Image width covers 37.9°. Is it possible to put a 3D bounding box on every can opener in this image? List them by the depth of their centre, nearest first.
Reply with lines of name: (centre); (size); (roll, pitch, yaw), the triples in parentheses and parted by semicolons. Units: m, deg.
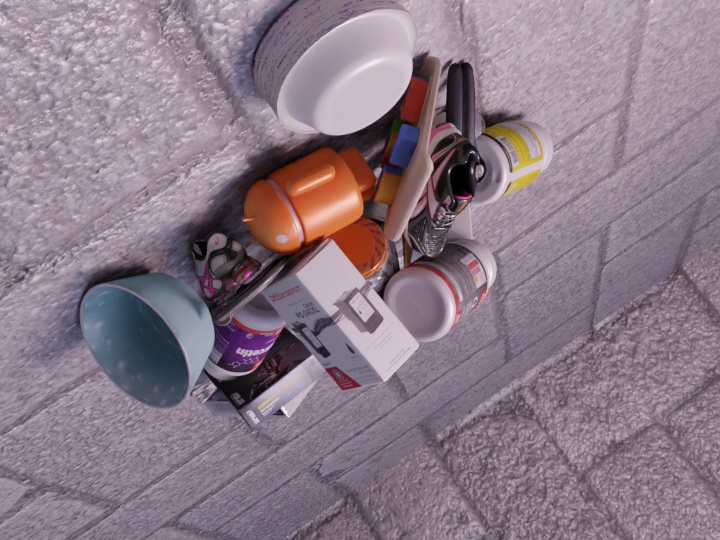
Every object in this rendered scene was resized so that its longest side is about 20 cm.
can opener: (0.143, -0.201, 1.524); (0.063, 0.079, 0.200); (-32, 126, -53)

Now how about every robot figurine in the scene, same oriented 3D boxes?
robot figurine: (-0.076, -0.095, 1.461); (0.200, 0.117, 0.144); (-29, -157, -17)

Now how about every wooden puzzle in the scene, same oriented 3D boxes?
wooden puzzle: (0.060, -0.170, 1.450); (0.046, 0.200, 0.185); (12, 144, -9)

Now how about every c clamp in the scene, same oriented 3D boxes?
c clamp: (-0.159, 0.033, 1.478); (0.171, 0.027, 0.200); (-37, -175, 8)

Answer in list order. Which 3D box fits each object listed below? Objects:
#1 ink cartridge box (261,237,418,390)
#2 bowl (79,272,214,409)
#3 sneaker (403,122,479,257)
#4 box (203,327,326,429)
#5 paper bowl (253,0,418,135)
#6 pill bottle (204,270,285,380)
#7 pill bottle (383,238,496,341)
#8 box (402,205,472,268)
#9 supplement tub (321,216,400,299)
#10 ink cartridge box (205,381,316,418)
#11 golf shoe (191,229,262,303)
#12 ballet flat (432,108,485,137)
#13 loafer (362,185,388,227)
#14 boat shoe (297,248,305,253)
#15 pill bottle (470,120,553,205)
ink cartridge box: (-0.034, 0.065, 1.493); (0.083, 0.200, 0.145); (-44, -171, -26)
bowl: (-0.284, 0.084, 1.470); (0.105, 0.201, 0.201); (-41, 170, -46)
sneaker: (0.117, -0.101, 1.478); (0.080, 0.086, 0.200); (-15, 128, -31)
box: (-0.166, 0.171, 1.791); (0.158, 0.200, 0.048); (-38, 118, -10)
paper bowl: (-0.019, -0.242, 1.250); (0.201, 0.104, 0.201); (-29, 157, -13)
pill bottle: (-0.192, 0.095, 1.698); (0.112, 0.112, 0.200); (-18, 154, -38)
pill bottle: (0.128, 0.023, 1.598); (0.116, 0.116, 0.200); (-50, 170, 34)
box: (0.127, -0.061, 1.788); (0.097, 0.124, 0.200); (-1, 154, -2)
supplement tub: (0.000, 0.000, 1.609); (0.122, 0.123, 0.200); (-32, 160, -7)
ink cartridge box: (-0.149, 0.181, 1.866); (0.198, 0.043, 0.200); (-7, -148, 43)
golf shoe: (-0.204, -0.011, 1.518); (0.073, 0.092, 0.200); (-43, -176, -22)
ballet flat: (0.101, -0.187, 1.597); (0.200, 0.072, 0.072); (-41, 160, -5)
loafer: (0.014, -0.087, 1.656); (0.200, 0.070, 0.070); (37, 65, -62)
boat shoe: (-0.084, -0.012, 1.693); (0.200, 0.066, 0.074); (-54, 160, 16)
pill bottle: (0.231, -0.182, 1.712); (0.200, 0.114, 0.114); (-25, 160, -52)
